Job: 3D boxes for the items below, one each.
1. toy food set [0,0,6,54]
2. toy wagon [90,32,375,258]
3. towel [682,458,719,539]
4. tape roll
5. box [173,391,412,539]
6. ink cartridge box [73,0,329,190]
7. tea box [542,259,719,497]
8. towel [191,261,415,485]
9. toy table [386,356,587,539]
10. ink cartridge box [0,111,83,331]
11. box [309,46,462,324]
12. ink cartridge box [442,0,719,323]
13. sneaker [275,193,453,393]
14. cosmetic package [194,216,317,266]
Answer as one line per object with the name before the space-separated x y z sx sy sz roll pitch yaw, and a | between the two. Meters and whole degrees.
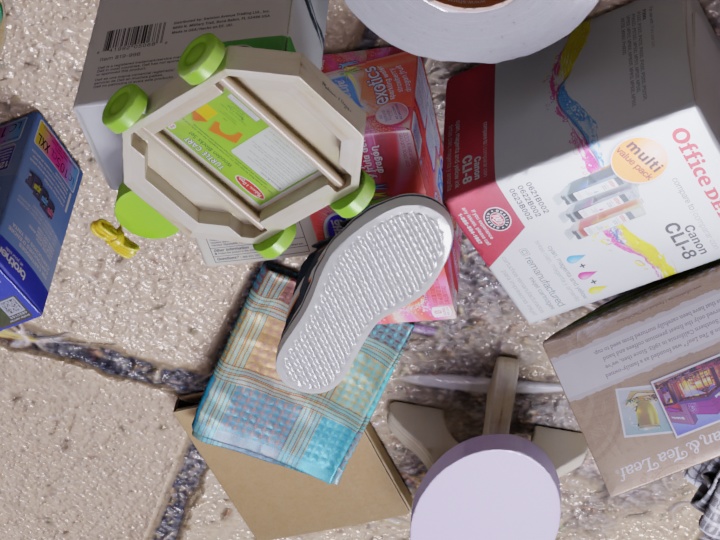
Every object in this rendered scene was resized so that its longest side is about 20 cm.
toy food set | -0.360 -0.195 1.369 0.199 0.049 0.198 24 132 -16
toy wagon | -0.094 -0.069 1.191 0.199 0.040 0.155 -27 128 32
towel | 0.406 0.184 1.637 0.199 0.086 0.166 18 133 -12
tape roll | 0.076 -0.239 1.267 0.199 0.066 0.201 3 134 3
box | -0.061 0.173 1.720 0.162 0.021 0.201 -13 132 17
ink cartridge box | -0.102 -0.159 1.272 0.145 0.201 0.083 -5 137 13
tea box | 0.279 0.060 1.426 0.199 0.197 0.134 -25 89 26
towel | -0.053 0.095 1.617 0.146 0.022 0.201 20 125 -9
toy table | 0.110 0.181 1.644 0.183 0.118 0.200 18 133 -11
ink cartridge box | -0.303 -0.016 1.434 0.136 0.201 0.076 -19 130 23
box | 0.016 -0.062 1.424 0.094 0.103 0.201 -4 135 12
ink cartridge box | 0.180 -0.084 1.353 0.199 0.145 0.146 -21 129 23
sneaker | 0.000 0.000 1.363 0.078 0.080 0.200 30 127 -15
cosmetic package | -0.095 -0.101 1.417 0.104 0.071 0.201 -5 134 12
